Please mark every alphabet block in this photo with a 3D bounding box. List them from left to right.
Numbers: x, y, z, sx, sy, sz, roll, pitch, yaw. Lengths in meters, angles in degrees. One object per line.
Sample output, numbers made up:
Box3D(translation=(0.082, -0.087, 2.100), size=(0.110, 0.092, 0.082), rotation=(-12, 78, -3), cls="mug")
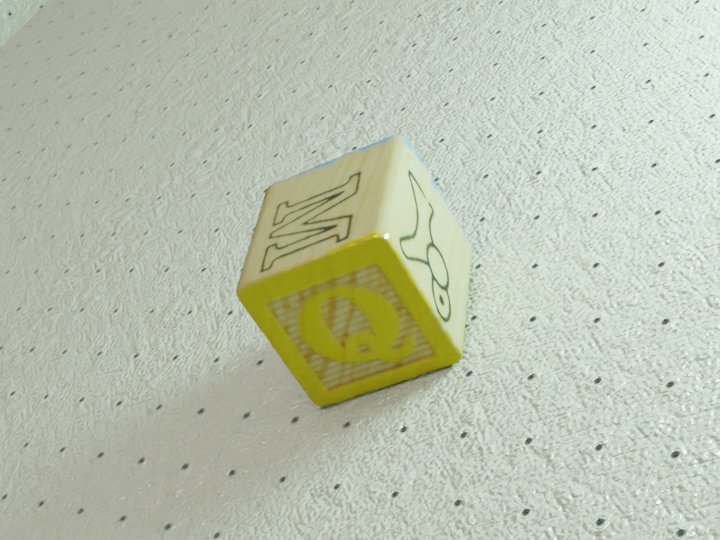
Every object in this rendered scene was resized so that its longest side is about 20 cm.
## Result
Box3D(translation=(0.000, 0.000, 1.646), size=(0.195, 0.196, 0.201), rotation=(-21, 31, 23), cls="alphabet block")
